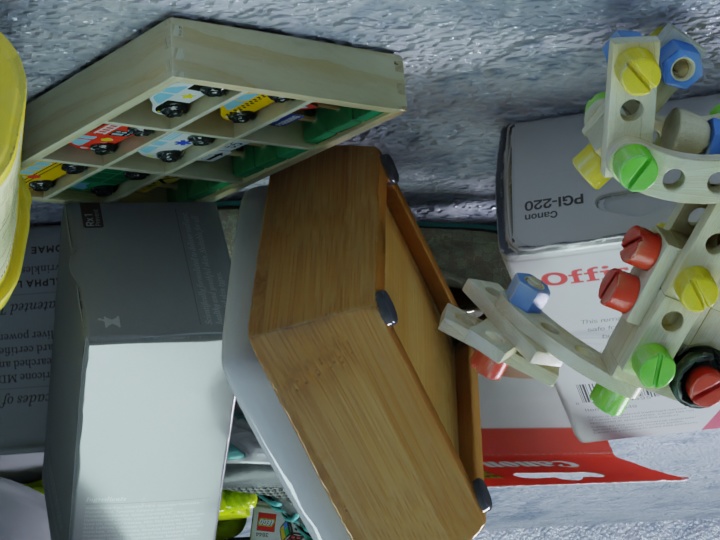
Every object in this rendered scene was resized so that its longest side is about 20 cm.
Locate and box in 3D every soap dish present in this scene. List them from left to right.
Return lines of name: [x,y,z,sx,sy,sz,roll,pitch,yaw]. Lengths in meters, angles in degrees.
soap dish: [0.001,0.040,0.985,0.081,0.158,0.200,-21,-155,12]

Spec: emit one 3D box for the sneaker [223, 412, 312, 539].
sneaker: [-0.016,0.134,1.204,0.198,0.092,0.077,6,-172,-28]

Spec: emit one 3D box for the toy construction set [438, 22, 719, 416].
toy construction set: [0.122,-0.009,0.926,0.130,0.093,0.201,20,126,-19]

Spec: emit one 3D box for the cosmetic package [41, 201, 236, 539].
cosmetic package: [-0.115,0.071,1.053,0.089,0.107,0.201,1,133,-17]

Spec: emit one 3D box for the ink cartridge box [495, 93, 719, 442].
ink cartridge box: [0.162,0.002,1.073,0.144,0.085,0.200,-7,147,14]

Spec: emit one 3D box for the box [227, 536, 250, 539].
box: [-0.147,0.208,1.342,0.198,0.052,0.158,-4,178,17]

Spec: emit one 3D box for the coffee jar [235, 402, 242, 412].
coffee jar: [-0.060,0.079,1.438,0.199,0.105,0.085,-13,172,36]

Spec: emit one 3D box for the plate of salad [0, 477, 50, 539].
plate of salad: [-0.235,0.182,1.211,0.198,0.048,0.201,2,129,2]

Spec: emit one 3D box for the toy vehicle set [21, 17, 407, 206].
toy vehicle set: [-0.086,-0.067,0.955,0.123,0.027,0.199,5,165,-35]

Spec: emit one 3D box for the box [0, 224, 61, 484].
box: [-0.239,0.064,1.250,0.198,0.132,0.199,-5,168,4]

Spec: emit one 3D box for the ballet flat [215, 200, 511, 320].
ballet flat: [0.000,0.000,1.160,0.198,0.063,0.067,4,162,-10]

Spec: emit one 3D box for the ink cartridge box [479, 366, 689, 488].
ink cartridge box: [0.069,0.078,1.185,0.161,0.051,0.199,3,-173,-34]

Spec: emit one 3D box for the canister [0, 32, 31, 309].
canister: [-0.210,-0.044,0.853,0.147,0.087,0.200,11,163,-8]

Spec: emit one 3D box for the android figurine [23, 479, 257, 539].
android figurine: [-0.150,0.149,1.278,0.199,0.042,0.181,-14,166,40]

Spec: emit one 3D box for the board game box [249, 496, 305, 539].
board game box: [-0.010,0.164,1.382,0.125,0.035,0.200,7,-177,-1]
